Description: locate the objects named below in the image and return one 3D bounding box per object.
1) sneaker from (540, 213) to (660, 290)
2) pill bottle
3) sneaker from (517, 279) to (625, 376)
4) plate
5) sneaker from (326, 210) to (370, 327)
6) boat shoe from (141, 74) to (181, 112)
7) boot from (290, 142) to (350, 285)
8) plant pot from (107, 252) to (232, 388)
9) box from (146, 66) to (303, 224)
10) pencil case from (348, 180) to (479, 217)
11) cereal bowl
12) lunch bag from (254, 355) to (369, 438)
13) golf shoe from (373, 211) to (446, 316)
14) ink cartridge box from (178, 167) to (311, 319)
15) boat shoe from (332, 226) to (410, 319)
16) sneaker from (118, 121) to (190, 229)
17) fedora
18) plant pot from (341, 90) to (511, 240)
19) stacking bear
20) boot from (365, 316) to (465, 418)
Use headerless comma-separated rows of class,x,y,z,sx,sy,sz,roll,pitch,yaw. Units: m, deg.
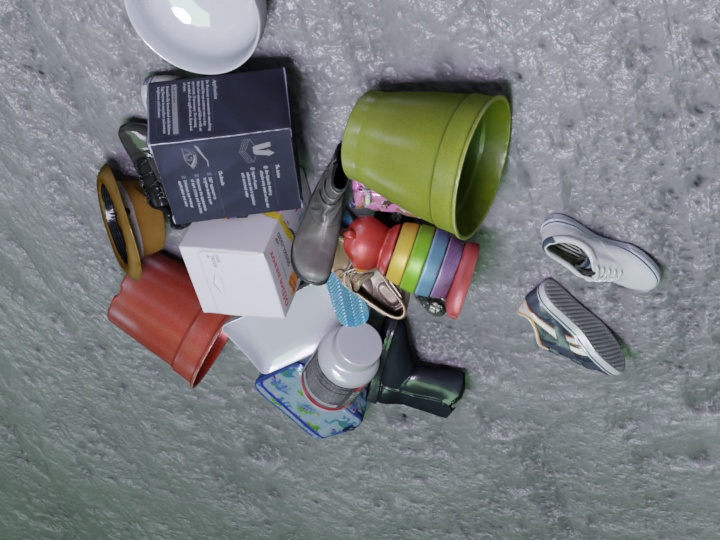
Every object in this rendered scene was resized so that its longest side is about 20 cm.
sneaker,0.356,-0.010,1.598,0.199,0.071,0.073,24,138,-3
pill bottle,-0.030,0.163,1.844,0.110,0.111,0.200,25,149,-5
sneaker,0.339,0.103,1.720,0.200,0.079,0.079,45,129,-9
plate,-0.119,0.092,1.848,0.199,0.032,0.200,-25,146,5
sneaker,-0.028,-0.012,1.748,0.076,0.081,0.201,-6,112,7
boat shoe,-0.268,-0.213,1.644,0.069,0.071,0.201,0,127,26
boot,-0.052,-0.089,1.589,0.067,0.201,0.131,15,143,-9
plant pot,-0.327,0.073,1.882,0.195,0.201,0.201,30,138,1
box,-0.192,-0.177,1.539,0.199,0.118,0.197,-7,149,-2
pencil case,0.085,-0.112,1.588,0.199,0.087,0.083,13,149,5
cereal bowl,-0.216,-0.371,1.444,0.199,0.084,0.201,11,137,10
lunch bag,-0.092,0.232,2.026,0.160,0.083,0.200,-23,121,41
golf shoe,0.078,-0.015,1.699,0.077,0.088,0.201,-32,98,-4
ink cartridge box,-0.168,-0.046,1.675,0.144,0.201,0.148,4,136,19
boat shoe,0.000,0.000,1.673,0.200,0.065,0.071,38,108,-11
sneaker,-0.321,-0.151,1.711,0.076,0.091,0.200,-16,126,36
fedora,-0.375,-0.086,1.772,0.081,0.201,0.201,-17,143,-23
plant pot,0.084,-0.167,1.477,0.192,0.201,0.201,19,140,21
stacking bear,0.069,-0.020,1.603,0.199,0.121,0.114,19,104,1
boot,0.107,0.169,1.886,0.167,0.077,0.201,9,123,-4
